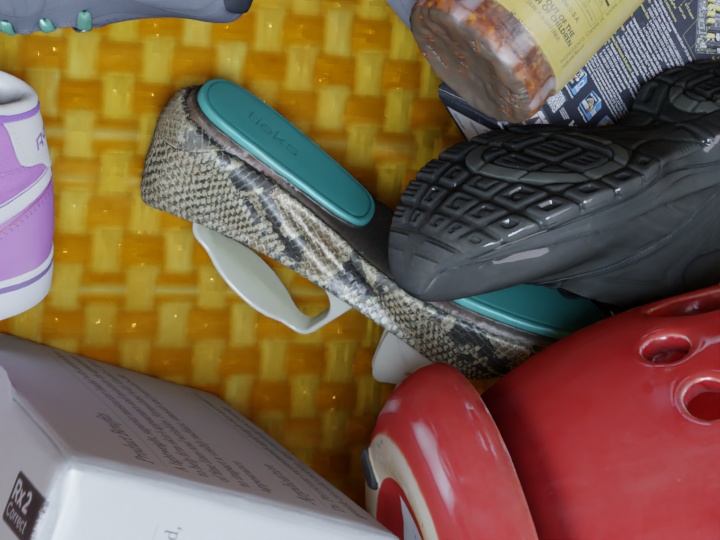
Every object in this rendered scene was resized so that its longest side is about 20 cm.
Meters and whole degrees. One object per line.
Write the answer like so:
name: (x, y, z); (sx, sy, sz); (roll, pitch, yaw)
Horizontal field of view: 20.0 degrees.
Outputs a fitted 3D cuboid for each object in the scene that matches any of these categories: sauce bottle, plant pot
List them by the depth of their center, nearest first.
plant pot: (0.106, 0.112, 0.725); (0.182, 0.200, 0.201); (-12, 106, -12)
sauce bottle: (0.104, -0.144, 0.773); (0.200, 0.066, 0.066); (-47, 115, -15)

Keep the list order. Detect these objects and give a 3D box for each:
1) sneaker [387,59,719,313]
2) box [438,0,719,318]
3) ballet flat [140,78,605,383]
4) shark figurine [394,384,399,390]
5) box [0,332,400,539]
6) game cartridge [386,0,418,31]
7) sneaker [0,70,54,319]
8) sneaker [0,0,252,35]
sneaker: (0.098, -0.015, 0.775); (0.200, 0.076, 0.091); (-18, 120, -30)
box: (0.137, -0.059, 0.869); (0.161, 0.049, 0.200); (-46, 132, -10)
ballet flat: (0.000, 0.000, 0.820); (0.200, 0.068, 0.075); (31, 117, 1)
shark figurine: (0.051, 0.096, 0.896); (0.089, 0.128, 0.215); (0, 73, -55)
box: (-0.107, 0.145, 0.752); (0.130, 0.199, 0.200); (18, 94, -26)
game cartridge: (0.061, -0.149, 0.803); (0.133, 0.041, 0.200); (-55, 149, -7)
sneaker: (-0.205, -0.023, 0.726); (0.200, 0.073, 0.114); (-20, 136, -30)
sneaker: (-0.142, -0.109, 0.762); (0.200, 0.074, 0.088); (15, 106, -15)
